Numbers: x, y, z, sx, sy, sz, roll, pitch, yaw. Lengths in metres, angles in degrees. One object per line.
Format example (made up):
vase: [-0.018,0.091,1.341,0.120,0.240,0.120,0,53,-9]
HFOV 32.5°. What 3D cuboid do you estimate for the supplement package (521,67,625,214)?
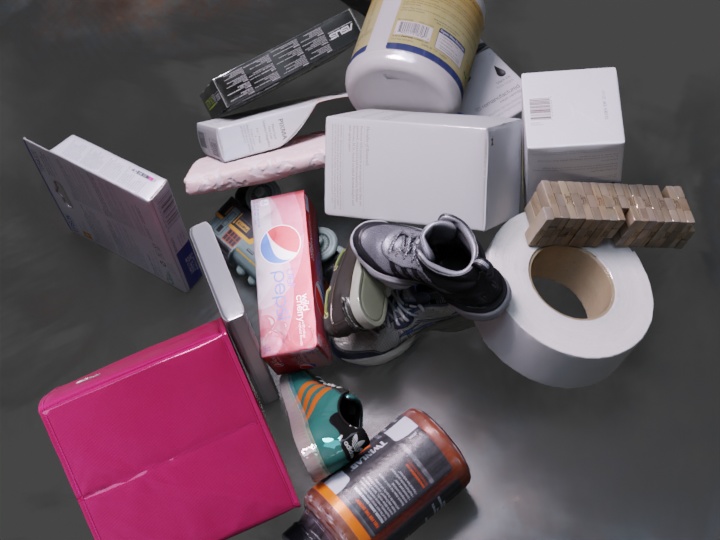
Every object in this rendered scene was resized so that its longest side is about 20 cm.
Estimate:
supplement package: [0.247,-0.129,1.458,0.109,0.200,0.114,-3,57,6]

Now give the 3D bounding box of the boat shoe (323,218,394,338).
boat shoe: [0.000,0.000,1.438,0.060,0.072,0.201,-25,27,28]

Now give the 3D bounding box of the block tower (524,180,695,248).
block tower: [0.283,-0.063,1.405,0.199,0.054,0.058,0,56,-20]

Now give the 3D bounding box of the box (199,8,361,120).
box: [-0.107,-0.265,1.611,0.200,0.193,0.048,-29,100,-11]

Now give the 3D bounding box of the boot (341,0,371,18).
boot: [0.041,-0.433,1.753,0.150,0.073,0.200,-41,65,-15]

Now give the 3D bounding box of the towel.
towel: [-0.116,-0.137,1.551,0.199,0.191,0.032,-14,102,-1]

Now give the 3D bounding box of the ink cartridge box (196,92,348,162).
ink cartridge box: [-0.101,-0.188,1.592,0.199,0.047,0.160,-14,12,-14]

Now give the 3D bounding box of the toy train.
toy train: [-0.100,-0.026,1.524,0.200,0.085,0.114,41,84,26]

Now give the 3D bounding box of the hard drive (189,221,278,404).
hard drive: [-0.142,0.052,1.405,0.027,0.200,0.132,-22,58,-6]

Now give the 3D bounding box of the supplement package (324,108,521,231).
supplement package: [0.072,-0.119,1.417,0.199,0.117,0.118,7,104,26]

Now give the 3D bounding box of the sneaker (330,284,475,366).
sneaker: [0.054,0.043,1.450,0.199,0.085,0.077,-23,58,-5]

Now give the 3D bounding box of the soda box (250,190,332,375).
soda box: [-0.081,0.013,1.417,0.070,0.063,0.201,-11,64,9]

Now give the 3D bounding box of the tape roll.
tape roll: [0.227,0.030,1.399,0.202,0.071,0.203,9,53,-13]

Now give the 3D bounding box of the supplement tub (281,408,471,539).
supplement tub: [0.014,0.245,1.318,0.200,0.107,0.107,-38,60,-15]

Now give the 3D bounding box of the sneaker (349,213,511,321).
sneaker: [0.066,-0.024,1.315,0.200,0.114,0.076,26,71,28]

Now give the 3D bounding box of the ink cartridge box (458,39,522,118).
ink cartridge box: [0.119,-0.224,1.605,0.144,0.084,0.200,-32,59,-11]

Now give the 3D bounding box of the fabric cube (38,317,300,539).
fabric cube: [-0.197,0.180,1.296,0.199,0.196,0.201,-23,94,-5]

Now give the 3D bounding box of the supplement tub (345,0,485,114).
supplement tub: [0.073,-0.284,1.514,0.144,0.145,0.201,10,61,15]

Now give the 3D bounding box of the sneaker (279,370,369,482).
sneaker: [-0.036,0.159,1.365,0.080,0.072,0.200,-24,26,-1]

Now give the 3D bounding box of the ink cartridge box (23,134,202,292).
ink cartridge box: [-0.298,-0.077,1.512,0.200,0.197,0.043,28,65,22]
